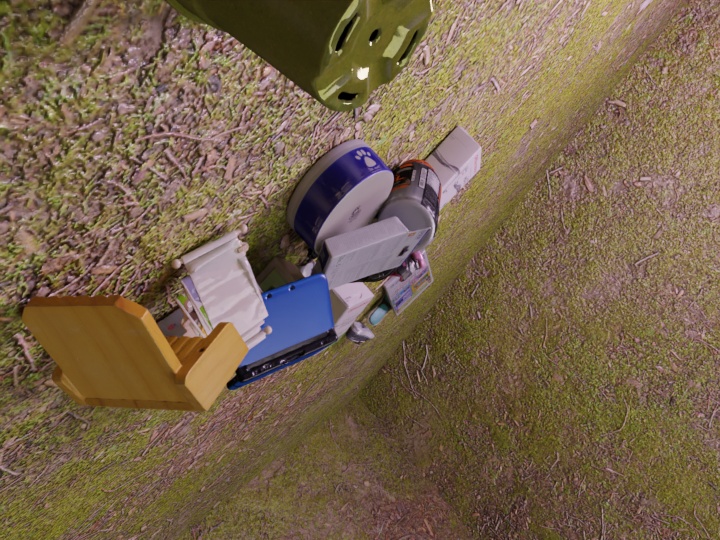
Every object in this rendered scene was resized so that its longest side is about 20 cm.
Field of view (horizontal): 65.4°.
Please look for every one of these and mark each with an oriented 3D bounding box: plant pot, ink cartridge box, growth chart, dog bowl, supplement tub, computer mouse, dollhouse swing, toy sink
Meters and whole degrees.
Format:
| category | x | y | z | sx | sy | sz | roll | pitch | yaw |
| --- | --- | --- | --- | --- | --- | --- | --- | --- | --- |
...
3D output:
| category | x | y | z | sx | sy | sz | roll | pitch | yaw |
| --- | --- | --- | --- | --- | --- | --- | --- | --- | --- |
| plant pot | -0.042 | -0.241 | 0.455 | 0.200 | 0.184 | 0.201 | -41 | 166 | -13 |
| ink cartridge box | -0.071 | 0.123 | 1.550 | 0.202 | 0.084 | 0.144 | -53 | 164 | 28 |
| ink cartridge box | 0.011 | -0.031 | 1.039 | 0.194 | 0.042 | 0.200 | -18 | 165 | -19 |
| growth chart | -0.210 | 0.049 | 0.852 | 0.142 | 0.018 | 0.206 | -25 | 117 | -26 |
| dog bowl | -0.034 | -0.126 | 0.996 | 0.199 | 0.079 | 0.201 | -42 | 165 | -13 |
| supplement tub | 0.104 | -0.139 | 1.146 | 0.124 | 0.120 | 0.202 | -54 | -169 | 35 |
| computer mouse | -0.117 | 0.014 | 1.210 | 0.201 | 0.044 | 0.109 | -52 | 164 | 23 |
| ink cartridge box | 0.198 | -0.228 | 1.358 | 0.200 | 0.083 | 0.146 | -45 | 165 | 1 |
| dollhouse swing | -0.279 | 0.072 | 0.711 | 0.183 | 0.193 | 0.181 | -61 | 145 | -59 |
| toy sink | -0.177 | 0.097 | 1.100 | 0.200 | 0.131 | 0.112 | -45 | 165 | 6 |

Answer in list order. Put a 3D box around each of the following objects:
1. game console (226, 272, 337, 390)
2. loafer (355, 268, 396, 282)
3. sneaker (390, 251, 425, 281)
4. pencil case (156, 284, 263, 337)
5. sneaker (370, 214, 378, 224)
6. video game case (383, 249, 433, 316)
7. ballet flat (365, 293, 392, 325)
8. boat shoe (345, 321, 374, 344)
| category | x | y | z | sx | sy | sz | roll | pitch | yaw |
| --- | --- | --- | --- | --- | --- | --- | --- | --- | --- |
| game console | -0.149 | 0.110 | 0.991 | 0.195 | 0.122 | 0.170 | -19 | 170 | -30 |
| loafer | 0.000 | 0.000 | 1.308 | 0.196 | 0.074 | 0.062 | -15 | -176 | 39 |
| sneaker | 0.064 | -0.029 | 1.354 | 0.096 | 0.198 | 0.080 | -45 | 127 | -16 |
| pencil case | -0.251 | 0.084 | 0.940 | 0.199 | 0.082 | 0.092 | -39 | 143 | -28 |
| sneaker | 0.073 | -0.122 | 1.297 | 0.075 | 0.091 | 0.200 | -41 | -178 | 32 |
| video game case | 0.176 | 0.044 | 2.020 | 0.199 | 0.022 | 0.184 | -42 | 141 | -15 |
| ballet flat | 0.095 | 0.124 | 2.085 | 0.199 | 0.070 | 0.070 | -41 | 165 | -11 |
| boat shoe | -0.004 | 0.238 | 2.075 | 0.068 | 0.072 | 0.200 | -47 | 163 | 5 |
